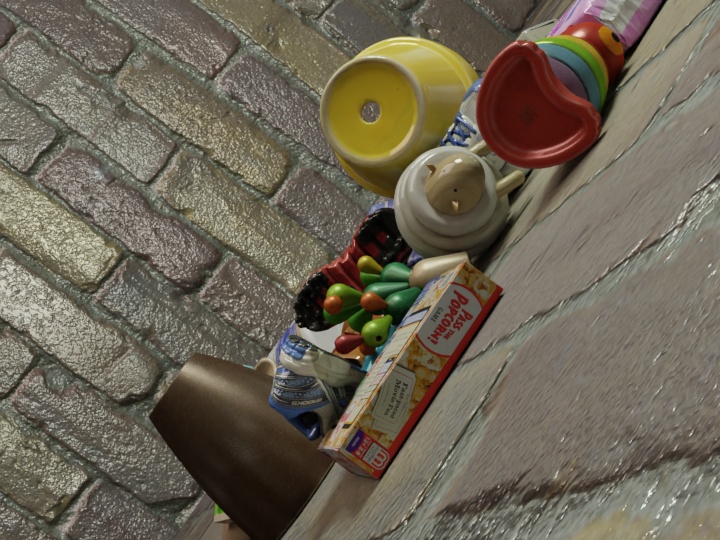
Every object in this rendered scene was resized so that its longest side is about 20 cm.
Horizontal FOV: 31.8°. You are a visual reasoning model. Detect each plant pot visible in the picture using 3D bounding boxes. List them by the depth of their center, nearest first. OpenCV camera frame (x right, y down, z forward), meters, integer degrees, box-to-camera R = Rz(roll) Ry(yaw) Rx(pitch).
[{"bbox_3d":[-0.139,0.190,1.475,0.187,0.200,0.187,-54,2,3],"label":"plant pot"},{"bbox_3d":[0.040,-0.187,1.531,0.201,0.201,0.189,-54,-13,14],"label":"plant pot"}]

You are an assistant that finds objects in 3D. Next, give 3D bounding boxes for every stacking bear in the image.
[{"bbox_3d":[0.203,-0.190,1.268,0.114,0.122,0.200,-42,1,42],"label":"stacking bear"}]

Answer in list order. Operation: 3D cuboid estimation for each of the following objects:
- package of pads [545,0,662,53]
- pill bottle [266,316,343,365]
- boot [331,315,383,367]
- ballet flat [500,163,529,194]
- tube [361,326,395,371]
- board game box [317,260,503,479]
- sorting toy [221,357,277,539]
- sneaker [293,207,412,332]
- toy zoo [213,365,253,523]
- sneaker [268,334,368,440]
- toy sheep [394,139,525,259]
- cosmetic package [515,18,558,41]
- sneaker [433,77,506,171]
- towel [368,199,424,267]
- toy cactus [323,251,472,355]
[{"bbox_3d":[0.267,-0.274,1.436,0.121,0.076,0.200,-53,2,-20],"label":"package of pads"},{"bbox_3d":[-0.067,0.136,1.728,0.200,0.119,0.120,-53,3,42],"label":"pill bottle"},{"bbox_3d":[-0.004,0.092,1.533,0.155,0.074,0.200,-48,2,-36],"label":"boot"},{"bbox_3d":[0.180,-0.146,1.558,0.070,0.069,0.200,-53,7,26],"label":"ballet flat"},{"bbox_3d":[0.024,0.103,1.399,0.201,0.050,0.078,-61,-10,-20],"label":"tube"},{"bbox_3d":[0.041,0.093,1.155,0.201,0.046,0.151,-55,3,-10],"label":"board game box"},{"bbox_3d":[-0.140,0.246,1.684,0.185,0.036,0.201,-52,37,41],"label":"sorting toy"},{"bbox_3d":[0.000,0.000,1.536,0.200,0.071,0.098,-46,-11,23],"label":"sneaker"},{"bbox_3d":[-0.152,0.223,1.652,0.131,0.020,0.201,-28,55,56],"label":"toy zoo"},{"bbox_3d":[-0.037,0.125,1.251,0.086,0.077,0.200,-64,-30,-4],"label":"sneaker"},{"bbox_3d":[0.100,-0.071,1.372,0.138,0.137,0.200,-55,-11,-19],"label":"toy sheep"},{"bbox_3d":[0.214,-0.242,1.736,0.105,0.071,0.200,-29,-18,-51],"label":"cosmetic package"},{"bbox_3d":[0.114,-0.124,1.453,0.088,0.075,0.201,-13,-51,-32],"label":"sneaker"},{"bbox_3d":[0.078,-0.062,1.613,0.199,0.024,0.145,-23,36,34],"label":"towel"},{"bbox_3d":[0.042,0.032,1.315,0.164,0.103,0.200,-20,7,8],"label":"toy cactus"}]
